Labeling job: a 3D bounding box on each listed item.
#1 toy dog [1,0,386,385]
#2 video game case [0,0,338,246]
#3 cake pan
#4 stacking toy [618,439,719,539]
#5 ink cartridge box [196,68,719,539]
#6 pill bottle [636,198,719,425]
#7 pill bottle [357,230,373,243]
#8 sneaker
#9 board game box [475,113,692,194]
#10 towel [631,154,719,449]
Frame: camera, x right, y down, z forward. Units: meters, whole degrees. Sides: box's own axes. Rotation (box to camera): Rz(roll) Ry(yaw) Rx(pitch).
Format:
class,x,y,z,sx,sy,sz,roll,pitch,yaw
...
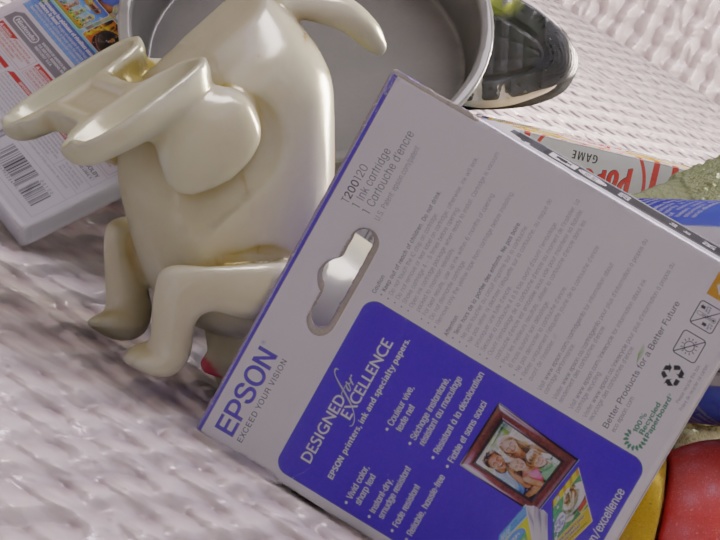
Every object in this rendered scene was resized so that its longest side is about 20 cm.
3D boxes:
class,x,y,z,sx,sy,sz,roll,pitch,yaw
toy dog,-0.055,-0.023,1.416,0.139,0.194,0.201,9,-49,58
video game case,-0.133,-0.105,1.561,0.199,0.018,0.143,-28,57,-22
cake pan,-0.029,-0.122,1.543,0.199,0.037,0.201,2,51,-2
stacking toy,0.144,0.127,1.401,0.199,0.147,0.146,16,14,-3
ink cartridge box,0.056,0.039,1.350,0.199,0.199,0.043,31,8,6
pill bottle,0.164,0.021,1.446,0.112,0.113,0.200,18,-9,-41
pill bottle,0.000,0.000,1.575,0.199,0.111,0.111,30,13,3
sneaker,0.052,-0.131,1.779,0.199,0.075,0.085,7,-9,34
board game box,0.134,-0.057,1.777,0.151,0.047,0.200,14,4,3
towel,0.201,0.012,1.591,0.200,0.148,0.037,-119,-168,-46
